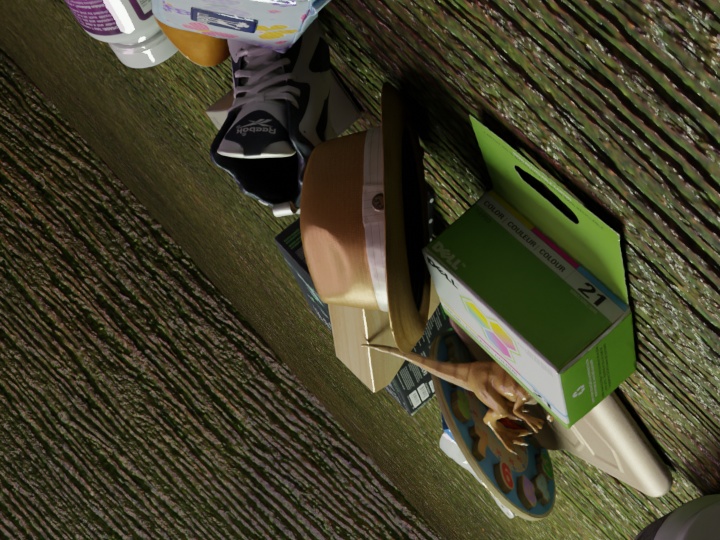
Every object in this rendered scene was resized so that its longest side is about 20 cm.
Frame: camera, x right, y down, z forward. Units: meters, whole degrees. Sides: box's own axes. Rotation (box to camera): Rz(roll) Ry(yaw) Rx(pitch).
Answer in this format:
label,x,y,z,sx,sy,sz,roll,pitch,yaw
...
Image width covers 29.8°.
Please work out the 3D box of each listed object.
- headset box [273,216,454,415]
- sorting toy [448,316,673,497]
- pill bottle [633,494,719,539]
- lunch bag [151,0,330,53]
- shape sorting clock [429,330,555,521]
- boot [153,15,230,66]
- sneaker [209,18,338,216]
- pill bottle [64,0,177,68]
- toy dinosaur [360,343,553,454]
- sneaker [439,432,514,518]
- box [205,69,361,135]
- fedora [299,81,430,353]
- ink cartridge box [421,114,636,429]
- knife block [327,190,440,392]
label,x,y,z,sx,sy,sz,roll,pitch,yaw
headset box,0.010,0.031,1.463,0.200,0.093,0.174,45,169,30
sorting toy,0.176,0.105,1.195,0.185,0.036,0.200,53,165,-17
pill bottle,0.265,0.229,1.013,0.114,0.114,0.200,48,170,13
lunch bag,-0.108,-0.237,0.925,0.200,0.127,0.170,45,173,-7
shape sorting clock,0.130,0.145,1.298,0.200,0.039,0.200,47,-159,-24
boot,-0.129,-0.227,1.191,0.144,0.071,0.201,46,165,38
sneaker,-0.071,-0.131,1.034,0.130,0.079,0.200,-57,-40,-69
pill bottle,-0.246,-0.297,1.333,0.112,0.112,0.200,42,167,38
toy dinosaur,0.110,0.098,1.182,0.199,0.060,0.106,8,138,37
sneaker,0.164,0.230,1.606,0.116,0.074,0.200,44,178,25
box,-0.074,-0.144,1.235,0.068,0.082,0.200,53,171,-16
fedora,0.003,-0.038,1.007,0.201,0.081,0.202,-4,-90,-79
ink cartridge box,0.114,0.004,0.957,0.148,0.076,0.200,44,170,30
knife block,0.000,0.000,1.189,0.175,0.200,0.064,16,-160,-48
